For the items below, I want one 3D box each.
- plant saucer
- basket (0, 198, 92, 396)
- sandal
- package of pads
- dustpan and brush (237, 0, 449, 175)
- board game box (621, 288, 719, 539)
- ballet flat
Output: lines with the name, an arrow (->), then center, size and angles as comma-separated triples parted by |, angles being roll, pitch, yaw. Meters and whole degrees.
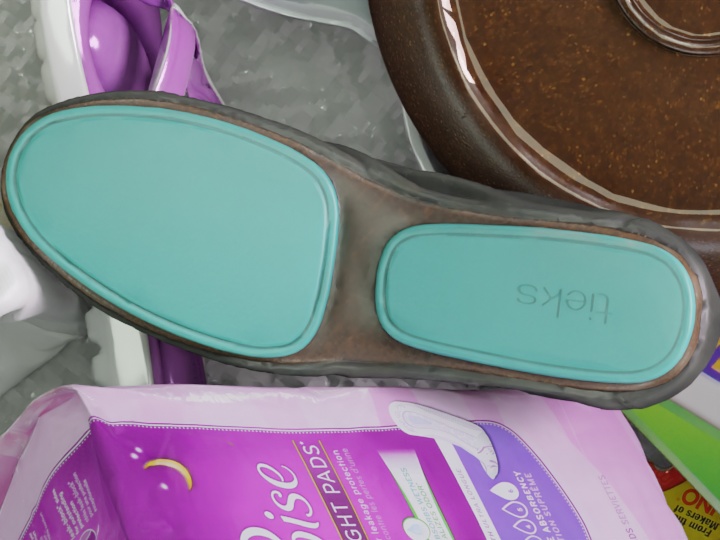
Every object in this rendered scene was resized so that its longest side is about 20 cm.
plant saucer -> 0.095, -0.087, 0.741 | 0.199, 0.034, 0.201 | 3, 103, 12
basket -> -0.197, 0.018, 0.784 | 0.200, 0.136, 0.124 | -35, 84, -1
sandal -> -0.057, -0.030, 0.810 | 0.050, 0.082, 0.204 | -6, 99, 12
package of pads -> 0.005, 0.091, 0.722 | 0.076, 0.199, 0.121 | -57, 46, 34
dustpan and brush -> 0.040, -0.063, 0.817 | 0.199, 0.057, 0.140 | 19, 88, 3
board game box -> 0.147, -0.002, 0.789 | 0.200, 0.030, 0.096 | -40, 106, 19
ballet flat -> 0.000, 0.000, 0.743 | 0.199, 0.068, 0.068 | 16, 91, 7
